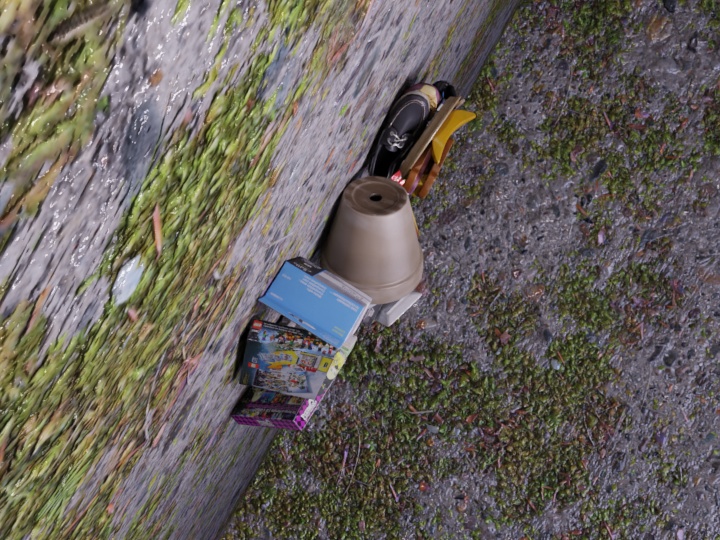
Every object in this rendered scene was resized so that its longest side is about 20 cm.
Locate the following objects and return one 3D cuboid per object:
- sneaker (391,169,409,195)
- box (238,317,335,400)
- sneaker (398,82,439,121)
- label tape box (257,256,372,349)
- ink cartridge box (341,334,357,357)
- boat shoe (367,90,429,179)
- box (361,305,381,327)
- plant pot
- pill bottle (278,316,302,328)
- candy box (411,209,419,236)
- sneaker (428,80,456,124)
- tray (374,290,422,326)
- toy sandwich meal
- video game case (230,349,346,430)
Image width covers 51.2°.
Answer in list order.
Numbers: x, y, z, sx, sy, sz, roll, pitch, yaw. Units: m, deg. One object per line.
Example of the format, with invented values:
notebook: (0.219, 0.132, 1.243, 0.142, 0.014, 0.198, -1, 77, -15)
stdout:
sneaker: (0.095, -0.259, 1.591, 0.077, 0.084, 0.202, -19, -127, 52)
box: (-0.122, 0.149, 1.223, 0.200, 0.135, 0.038, 114, -12, -59)
sneaker: (0.109, -0.317, 1.411, 0.200, 0.074, 0.091, 130, -17, -73)
label tape box: (-0.063, 0.045, 1.179, 0.064, 0.143, 0.200, -60, 177, 7)
ink cartridge box: (-0.078, 0.133, 1.664, 0.048, 0.145, 0.200, -63, 176, 17)
boat shoe: (0.069, -0.231, 1.359, 0.063, 0.072, 0.201, -81, -163, -45)
box: (0.000, 0.000, 1.623, 0.201, 0.157, 0.050, -61, 176, 25)
plant pot: (0.023, -0.070, 1.377, 0.175, 0.198, 0.200, 92, 22, -43)
pill bottle: (-0.101, 0.114, 1.458, 0.201, 0.112, 0.113, -57, 176, -30)
candy box: (0.066, -0.116, 1.668, 0.117, 0.056, 0.201, -58, 144, -35)
sneaker: (0.139, -0.301, 1.525, 0.112, 0.073, 0.202, -25, -132, 59)
tray: (0.057, 0.067, 1.720, 0.107, 0.022, 0.200, -44, -160, -11)
toy sandwich meal: (0.142, -0.228, 1.392, 0.206, 0.070, 0.205, -55, -179, 2)
video game case: (-0.144, 0.231, 1.493, 0.199, 0.036, 0.182, -7, -141, 44)
